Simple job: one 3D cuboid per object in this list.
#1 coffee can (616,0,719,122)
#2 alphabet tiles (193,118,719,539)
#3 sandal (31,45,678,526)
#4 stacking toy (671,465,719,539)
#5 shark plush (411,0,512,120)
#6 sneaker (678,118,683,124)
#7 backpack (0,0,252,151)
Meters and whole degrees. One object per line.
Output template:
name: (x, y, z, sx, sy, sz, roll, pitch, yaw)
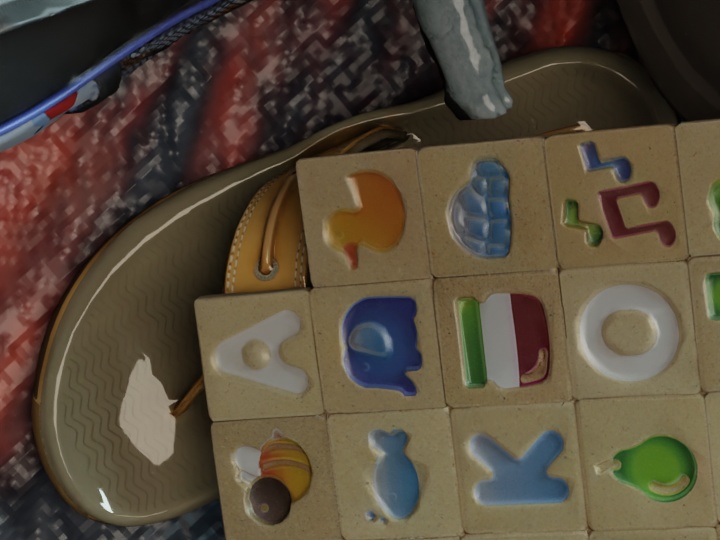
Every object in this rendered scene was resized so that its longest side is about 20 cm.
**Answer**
coffee can: (0.183, -0.109, 0.749, 0.200, 0.146, 0.147, -8, 97, -29)
alphabet tiles: (0.055, 0.049, 0.717, 0.199, 0.006, 0.167, -5, 98, 21)
sandal: (0.000, 0.000, 0.772, 0.200, 0.054, 0.080, -28, 100, -5)
stacking toy: (0.144, 0.077, 0.810, 0.200, 0.110, 0.116, 37, 66, -28)
shark plush: (0.000, -0.135, 0.703, 0.091, 0.083, 0.201, -1, 106, -9)
sneaker: (0.187, -0.031, 0.818, 0.199, 0.072, 0.072, 9, 94, -15)
backpack: (-0.122, -0.107, 0.668, 0.190, 0.154, 0.200, -39, 99, -37)
